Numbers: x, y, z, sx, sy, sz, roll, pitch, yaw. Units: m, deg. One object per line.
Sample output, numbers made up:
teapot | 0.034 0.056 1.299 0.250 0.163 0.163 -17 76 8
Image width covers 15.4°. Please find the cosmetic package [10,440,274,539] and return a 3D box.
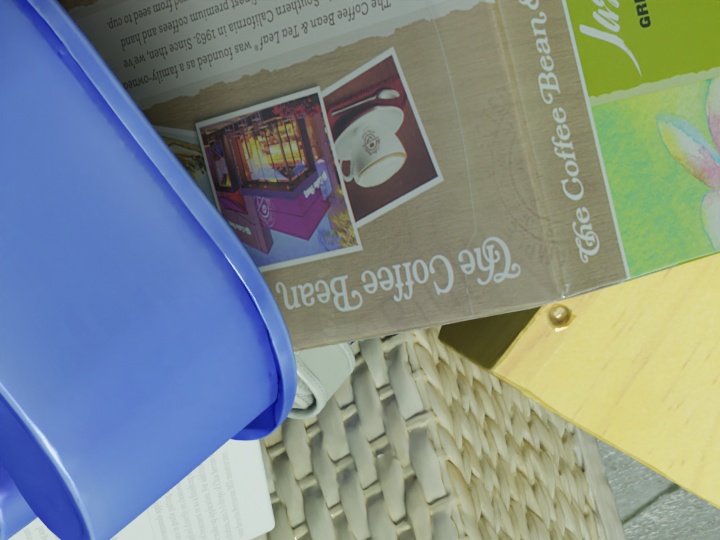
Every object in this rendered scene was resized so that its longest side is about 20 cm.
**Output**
cosmetic package | -0.139 0.091 1.028 0.199 0.071 0.102 -23 150 -11

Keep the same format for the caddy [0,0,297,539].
caddy | -0.102 -0.017 0.734 0.105 0.200 0.141 -44 -161 -24

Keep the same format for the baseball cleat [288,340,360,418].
baseball cleat | 0.000 0.000 0.930 0.199 0.107 0.070 6 171 -38

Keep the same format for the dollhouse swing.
dollhouse swing | 0.146 0.008 1.090 0.199 0.176 0.182 30 111 -20

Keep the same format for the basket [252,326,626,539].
basket | 0.001 0.133 1.194 0.198 0.201 0.161 -29 149 23

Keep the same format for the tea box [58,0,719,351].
tea box | 0.045 -0.060 0.800 0.196 0.135 0.199 -17 -177 -40
